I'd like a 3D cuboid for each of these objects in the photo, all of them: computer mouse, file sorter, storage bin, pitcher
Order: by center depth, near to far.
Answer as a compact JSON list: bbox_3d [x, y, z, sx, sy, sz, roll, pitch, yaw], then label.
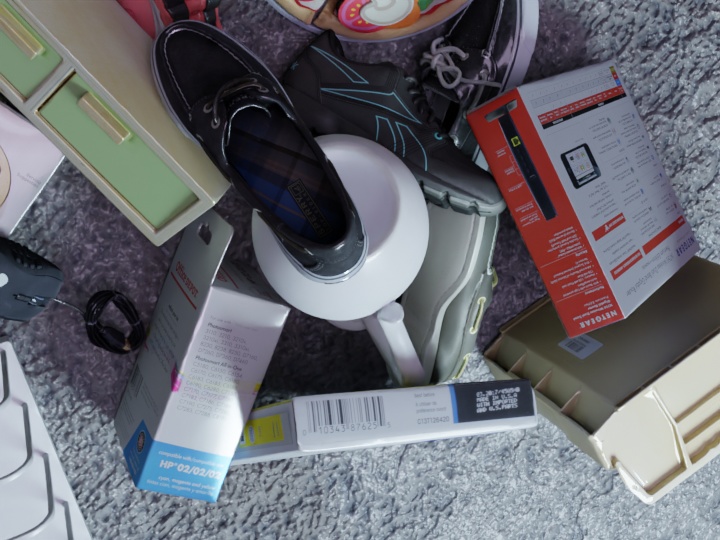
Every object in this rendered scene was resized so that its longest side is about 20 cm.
[{"bbox_3d":[-0.215,0.027,0.742,0.059,0.034,0.200,-53,147,2],"label":"computer mouse"},{"bbox_3d":[0.000,0.000,0.745,0.121,0.200,0.172,-34,79,-8],"label":"pitcher"},{"bbox_3d":[-0.285,0.180,0.761,0.138,0.124,0.201,-21,113,-14],"label":"file sorter"},{"bbox_3d":[0.237,0.075,0.891,0.198,0.200,0.094,-34,114,-8],"label":"storage bin"}]

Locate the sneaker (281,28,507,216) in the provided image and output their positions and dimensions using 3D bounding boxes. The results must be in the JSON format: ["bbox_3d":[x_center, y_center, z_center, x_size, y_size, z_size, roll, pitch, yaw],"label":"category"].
[{"bbox_3d":[0.029,-0.109,0.782,0.199,0.075,0.080,30,89,9],"label":"sneaker"}]

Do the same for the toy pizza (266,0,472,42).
[{"bbox_3d":[0.011,-0.237,0.741,0.198,0.032,0.201,-3,141,-2],"label":"toy pizza"}]

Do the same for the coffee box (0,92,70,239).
[{"bbox_3d":[-0.309,-0.100,0.691,0.200,0.080,0.113,36,93,-27],"label":"coffee box"}]

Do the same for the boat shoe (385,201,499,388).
[{"bbox_3d":[0.076,0.013,0.868,0.060,0.072,0.203,-6,126,-33],"label":"boat shoe"}]

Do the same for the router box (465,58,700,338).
[{"bbox_3d":[0.180,-0.065,0.815,0.200,0.049,0.181,-25,90,-54],"label":"router box"}]

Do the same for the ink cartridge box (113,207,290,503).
[{"bbox_3d":[-0.117,0.056,0.793,0.067,0.115,0.201,17,99,-26],"label":"ink cartridge box"}]

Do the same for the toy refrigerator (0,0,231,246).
[{"bbox_3d":[-0.171,-0.116,0.682,0.200,0.076,0.070,47,44,-16],"label":"toy refrigerator"}]

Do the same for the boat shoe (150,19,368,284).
[{"bbox_3d":[-0.064,-0.080,0.626,0.070,0.066,0.201,-31,77,-7],"label":"boat shoe"}]

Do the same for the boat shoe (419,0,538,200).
[{"bbox_3d":[0.079,-0.152,0.831,0.068,0.074,0.201,5,114,-37],"label":"boat shoe"}]

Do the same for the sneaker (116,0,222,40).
[{"bbox_3d":[-0.136,-0.181,0.731,0.073,0.087,0.201,-25,147,-32],"label":"sneaker"}]

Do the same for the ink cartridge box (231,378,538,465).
[{"bbox_3d":[0.002,0.119,0.819,0.196,0.200,0.047,-3,82,-27],"label":"ink cartridge box"}]
